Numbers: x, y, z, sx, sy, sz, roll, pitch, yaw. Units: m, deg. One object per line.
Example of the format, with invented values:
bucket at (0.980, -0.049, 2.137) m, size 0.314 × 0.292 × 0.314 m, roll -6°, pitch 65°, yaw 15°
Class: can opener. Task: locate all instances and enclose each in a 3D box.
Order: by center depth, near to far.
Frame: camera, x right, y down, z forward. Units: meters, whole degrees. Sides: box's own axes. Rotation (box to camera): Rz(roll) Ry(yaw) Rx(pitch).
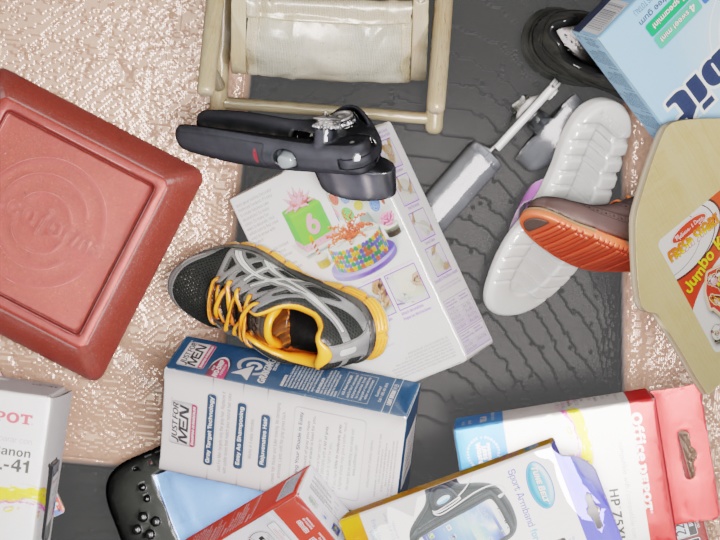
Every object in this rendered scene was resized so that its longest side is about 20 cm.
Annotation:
can opener at (-0.064, -0.097, 1.534) m, size 0.199 × 0.063 × 0.079 m, roll 11°, pitch 116°, yaw 31°
can opener at (0.108, -0.075, 1.629) m, size 0.067 × 0.053 × 0.200 m, roll 41°, pitch 93°, yaw -1°

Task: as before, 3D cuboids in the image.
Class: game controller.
game controller at (-0.111, 0.180, 1.642) m, size 0.199 × 0.042 × 0.105 m, roll -23°, pitch 91°, yaw 0°

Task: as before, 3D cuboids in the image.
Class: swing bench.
swing bench at (-0.023, -0.224, 1.592) m, size 0.198 × 0.130 × 0.201 m, roll 5°, pitch 86°, yaw 1°

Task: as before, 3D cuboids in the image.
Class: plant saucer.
plant saucer at (-0.262, -0.039, 1.634) m, size 0.199 × 0.037 × 0.201 m, roll 27°, pitch 87°, yaw -1°

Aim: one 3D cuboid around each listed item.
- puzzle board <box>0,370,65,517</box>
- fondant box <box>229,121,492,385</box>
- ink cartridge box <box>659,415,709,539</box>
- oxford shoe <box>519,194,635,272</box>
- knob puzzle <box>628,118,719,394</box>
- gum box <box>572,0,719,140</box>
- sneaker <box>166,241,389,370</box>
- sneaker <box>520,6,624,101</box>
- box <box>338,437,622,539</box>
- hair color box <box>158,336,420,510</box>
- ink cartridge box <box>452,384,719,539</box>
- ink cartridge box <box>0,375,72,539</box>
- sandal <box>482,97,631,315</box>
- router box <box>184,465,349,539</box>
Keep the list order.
puzzle board at (-0.358, 0.144, 1.655) m, size 0.150 × 0.017 × 0.201 m, roll -25°, pitch 91°, yaw 1°
fondant box at (0.000, 0.000, 1.597) m, size 0.144 × 0.058 × 0.201 m, roll -24°, pitch 92°, yaw 32°
ink cartridge box at (0.198, 0.235, 1.620) m, size 0.175 × 0.084 × 0.201 m, roll -17°, pitch 90°, yaw 2°
oxford shoe at (0.219, -0.036, 1.608) m, size 0.199 × 0.071 × 0.073 m, roll 16°, pitch 73°, yaw -26°
knob puzzle at (0.282, -0.033, 1.562) m, size 0.219 × 0.030 × 0.221 m, roll -2°, pitch 95°, yaw -27°
gum box at (0.288, -0.176, 1.564) m, size 0.170 × 0.045 × 0.200 m, roll -45°, pitch 119°, yaw -7°
sneaker at (-0.077, 0.030, 1.572) m, size 0.199 × 0.077 × 0.079 m, roll 13°, pitch 113°, yaw 29°
sneaker at (0.231, -0.164, 1.606) m, size 0.199 × 0.091 × 0.076 m, roll 13°, pitch 92°, yaw -4°
box at (0.096, 0.210, 1.497) m, size 0.199 × 0.041 × 0.120 m, roll -21°, pitch 90°, yaw 8°
hair color box at (-0.057, 0.125, 1.578) m, size 0.199 × 0.061 × 0.100 m, roll 11°, pitch 118°, yaw 9°
ink cartridge box at (0.179, 0.161, 1.542) m, size 0.199 × 0.067 × 0.117 m, roll -10°, pitch 92°, yaw 4°
ink cartridge box at (-0.326, 0.187, 1.606) m, size 0.147 × 0.086 × 0.201 m, roll 8°, pitch 93°, yaw 1°
sandal at (0.161, -0.054, 1.628) m, size 0.082 × 0.050 × 0.203 m, roll 19°, pitch 108°, yaw -35°
router box at (-0.052, 0.282, 1.589) m, size 0.179 × 0.049 × 0.200 m, roll -33°, pitch 104°, yaw 24°
